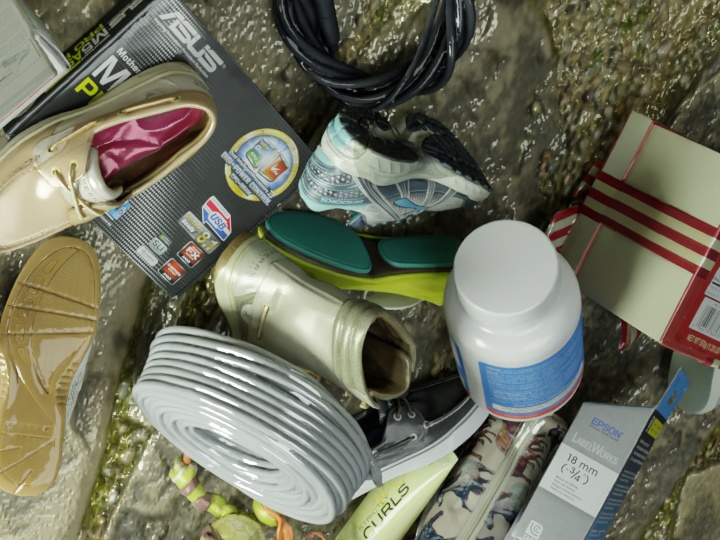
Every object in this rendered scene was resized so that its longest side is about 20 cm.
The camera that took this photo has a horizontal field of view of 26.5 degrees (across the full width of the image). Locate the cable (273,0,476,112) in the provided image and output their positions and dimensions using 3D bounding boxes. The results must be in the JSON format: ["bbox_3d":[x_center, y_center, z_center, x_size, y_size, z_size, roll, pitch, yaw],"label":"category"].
[{"bbox_3d":[0.014,-0.212,1.154,0.163,0.051,0.200,6,114,-27],"label":"cable"}]

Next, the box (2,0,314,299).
[{"bbox_3d":[-0.147,-0.097,1.147,0.160,0.044,0.200,-41,126,1],"label":"box"}]

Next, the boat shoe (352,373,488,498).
[{"bbox_3d":[0.022,0.137,1.345,0.200,0.070,0.066,-27,127,0],"label":"boat shoe"}]

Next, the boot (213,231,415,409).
[{"bbox_3d":[-0.027,0.068,1.206,0.072,0.154,0.200,-50,149,-25],"label":"boot"}]

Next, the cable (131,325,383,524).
[{"bbox_3d":[-0.087,0.123,1.208,0.069,0.200,0.200,-60,160,-22],"label":"cable"}]

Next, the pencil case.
[{"bbox_3d":[0.109,0.201,1.356,0.078,0.089,0.200,33,78,-11],"label":"pencil case"}]

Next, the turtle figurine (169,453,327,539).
[{"bbox_3d":[-0.112,0.248,1.320,0.161,0.064,0.200,-42,108,10],"label":"turtle figurine"}]

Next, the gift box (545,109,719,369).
[{"bbox_3d":[0.274,-0.010,1.299,0.184,0.187,0.200,27,97,-34],"label":"gift box"}]

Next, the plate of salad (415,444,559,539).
[{"bbox_3d":[0.131,0.247,1.456,0.200,0.048,0.201,-9,109,-27],"label":"plate of salad"}]

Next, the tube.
[{"bbox_3d":[0.020,0.224,1.390,0.200,0.058,0.052,-55,162,17],"label":"tube"}]

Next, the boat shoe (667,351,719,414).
[{"bbox_3d":[0.347,0.040,1.443,0.071,0.070,0.201,-10,121,-42],"label":"boat shoe"}]

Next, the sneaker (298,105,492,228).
[{"bbox_3d":[0.024,-0.075,1.212,0.200,0.078,0.086,9,131,-50],"label":"sneaker"}]

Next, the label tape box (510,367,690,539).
[{"bbox_3d":[0.219,0.167,1.377,0.200,0.063,0.144,-61,163,-1],"label":"label tape box"}]

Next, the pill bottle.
[{"bbox_3d":[0.127,0.040,1.253,0.112,0.112,0.200,-31,154,-6],"label":"pill bottle"}]

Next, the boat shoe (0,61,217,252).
[{"bbox_3d":[-0.188,-0.074,1.071,0.200,0.069,0.074,-36,125,-3],"label":"boat shoe"}]

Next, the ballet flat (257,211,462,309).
[{"bbox_3d":[0.000,0.000,1.260,0.200,0.067,0.067,7,130,-29],"label":"ballet flat"}]

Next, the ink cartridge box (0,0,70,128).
[{"bbox_3d":[-0.279,-0.085,1.014,0.200,0.174,0.044,-40,126,0],"label":"ink cartridge box"}]

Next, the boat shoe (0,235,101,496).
[{"bbox_3d":[-0.247,0.070,1.183,0.071,0.069,0.201,14,92,-10],"label":"boat shoe"}]
